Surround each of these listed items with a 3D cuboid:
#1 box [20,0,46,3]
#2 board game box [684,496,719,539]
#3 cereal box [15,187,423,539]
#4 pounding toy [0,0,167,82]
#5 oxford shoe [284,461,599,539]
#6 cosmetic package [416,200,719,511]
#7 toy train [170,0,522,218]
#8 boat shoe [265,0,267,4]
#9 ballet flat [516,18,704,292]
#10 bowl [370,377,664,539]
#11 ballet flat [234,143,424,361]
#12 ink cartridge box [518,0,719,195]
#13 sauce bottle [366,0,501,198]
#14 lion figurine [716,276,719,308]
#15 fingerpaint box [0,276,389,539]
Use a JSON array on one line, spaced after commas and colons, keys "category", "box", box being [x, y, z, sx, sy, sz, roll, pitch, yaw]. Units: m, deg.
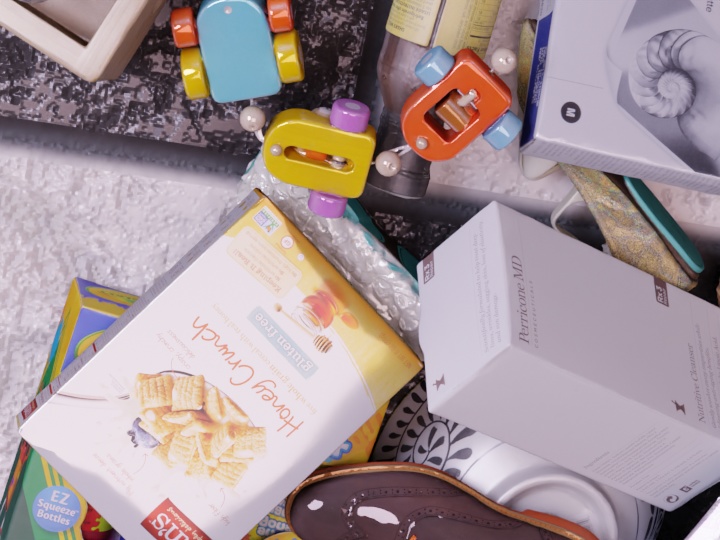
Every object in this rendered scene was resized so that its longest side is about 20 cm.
[{"category": "box", "box": [-0.217, -0.235, 1.392, 0.068, 0.082, 0.200, -43, 93, 5]}, {"category": "board game box", "box": [0.231, 0.172, 1.628, 0.043, 0.200, 0.199, 40, 97, 15]}, {"category": "cereal box", "box": [-0.083, 0.071, 1.552, 0.200, 0.040, 0.144, -44, 105, 0]}, {"category": "pounding toy", "box": [-0.142, -0.225, 1.502, 0.184, 0.142, 0.200, 33, 96, -2]}, {"category": "oxford shoe", "box": [0.049, 0.163, 1.567, 0.199, 0.073, 0.071, 12, 106, 6]}, {"category": "cosmetic package", "box": [0.133, 0.053, 1.579, 0.200, 0.113, 0.081, 24, 134, -33]}, {"category": "toy train", "box": [-0.011, -0.119, 1.525, 0.200, 0.056, 0.150, 38, 109, -15]}, {"category": "boat shoe", "box": [0.000, -0.210, 1.529, 0.200, 0.075, 0.062, -44, 79, 15]}, {"category": "ballet flat", "box": [0.135, -0.058, 1.617, 0.071, 0.071, 0.200, -35, 108, 1]}, {"category": "bowl", "box": [0.108, 0.154, 1.653, 0.200, 0.094, 0.202, -2, 107, -8]}, {"category": "ballet flat", "box": [0.000, 0.000, 1.612, 0.072, 0.072, 0.200, -42, 100, 4]}, {"category": "ink cartridge box", "box": [0.204, -0.147, 1.575, 0.199, 0.041, 0.200, 11, 78, -13]}, {"category": "sauce bottle", "box": [0.046, -0.143, 1.577, 0.064, 0.065, 0.201, 15, 103, -13]}, {"category": "lion figurine", "box": [0.305, -0.018, 1.604, 0.122, 0.200, 0.073, -18, 82, -27]}, {"category": "fingerpaint box", "box": [-0.103, 0.115, 1.618, 0.199, 0.073, 0.167, 17, 101, -14]}]
